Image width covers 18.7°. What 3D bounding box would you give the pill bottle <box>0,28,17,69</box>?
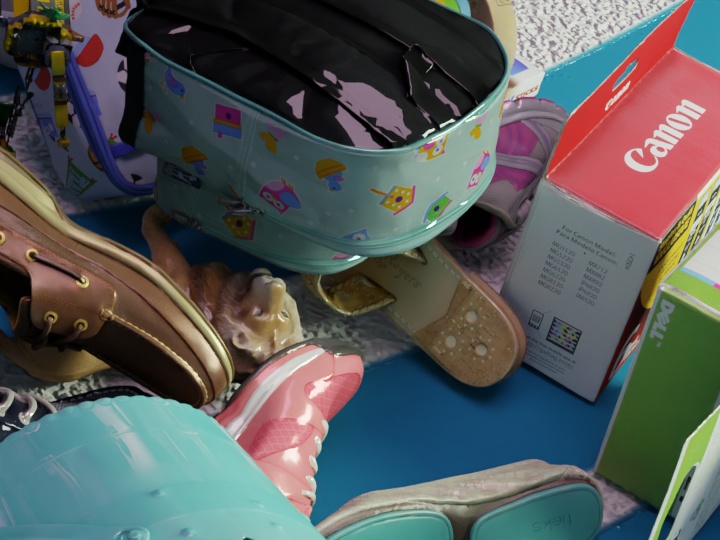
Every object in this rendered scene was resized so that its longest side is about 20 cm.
[{"bbox_3d":[-0.195,-0.238,1.435,0.113,0.113,0.200,25,62,9],"label":"pill bottle"}]

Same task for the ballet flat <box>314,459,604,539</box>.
[{"bbox_3d":[0.040,0.142,1.177,0.199,0.068,0.062,-6,16,-31],"label":"ballet flat"}]

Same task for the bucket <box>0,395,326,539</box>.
[{"bbox_3d":[-0.101,0.166,0.980,0.207,0.208,0.135,-9,36,-29],"label":"bucket"}]

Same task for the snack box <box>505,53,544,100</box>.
[{"bbox_3d":[0.034,-0.175,1.563,0.200,0.024,0.072,39,42,25],"label":"snack box"}]

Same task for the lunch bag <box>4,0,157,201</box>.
[{"bbox_3d":[-0.116,-0.133,1.372,0.200,0.075,0.161,-29,102,-39],"label":"lunch bag"}]

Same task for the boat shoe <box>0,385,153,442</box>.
[{"bbox_3d":[-0.181,0.082,1.115,0.075,0.093,0.200,12,30,40],"label":"boat shoe"}]

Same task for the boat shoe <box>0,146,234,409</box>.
[{"bbox_3d":[-0.159,0.014,1.153,0.200,0.072,0.068,38,56,-6],"label":"boat shoe"}]

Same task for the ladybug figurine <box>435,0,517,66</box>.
[{"bbox_3d":[0.029,-0.158,1.430,0.200,0.072,0.136,-22,85,-51],"label":"ladybug figurine"}]

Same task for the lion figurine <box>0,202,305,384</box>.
[{"bbox_3d":[-0.138,0.028,1.240,0.199,0.073,0.123,-14,55,-14],"label":"lion figurine"}]

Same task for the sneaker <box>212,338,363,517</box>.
[{"bbox_3d":[-0.053,0.115,1.169,0.087,0.074,0.200,41,51,13],"label":"sneaker"}]

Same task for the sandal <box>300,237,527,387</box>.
[{"bbox_3d":[0.003,-0.005,1.297,0.212,0.078,0.070,37,17,17],"label":"sandal"}]

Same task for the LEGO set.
[{"bbox_3d":[-0.237,-0.072,1.221,0.153,0.200,0.116,13,45,-26],"label":"LEGO set"}]

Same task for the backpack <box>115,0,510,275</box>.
[{"bbox_3d":[-0.019,-0.089,1.236,0.200,0.154,0.176,22,39,27],"label":"backpack"}]

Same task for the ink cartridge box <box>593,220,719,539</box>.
[{"bbox_3d":[0.177,0.078,1.217,0.076,0.148,0.200,30,41,19],"label":"ink cartridge box"}]

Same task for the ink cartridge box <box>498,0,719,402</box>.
[{"bbox_3d":[0.174,-0.049,1.345,0.084,0.176,0.200,29,41,15],"label":"ink cartridge box"}]

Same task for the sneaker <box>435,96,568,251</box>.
[{"bbox_3d":[0.073,-0.056,1.402,0.200,0.081,0.089,-10,80,-47],"label":"sneaker"}]
